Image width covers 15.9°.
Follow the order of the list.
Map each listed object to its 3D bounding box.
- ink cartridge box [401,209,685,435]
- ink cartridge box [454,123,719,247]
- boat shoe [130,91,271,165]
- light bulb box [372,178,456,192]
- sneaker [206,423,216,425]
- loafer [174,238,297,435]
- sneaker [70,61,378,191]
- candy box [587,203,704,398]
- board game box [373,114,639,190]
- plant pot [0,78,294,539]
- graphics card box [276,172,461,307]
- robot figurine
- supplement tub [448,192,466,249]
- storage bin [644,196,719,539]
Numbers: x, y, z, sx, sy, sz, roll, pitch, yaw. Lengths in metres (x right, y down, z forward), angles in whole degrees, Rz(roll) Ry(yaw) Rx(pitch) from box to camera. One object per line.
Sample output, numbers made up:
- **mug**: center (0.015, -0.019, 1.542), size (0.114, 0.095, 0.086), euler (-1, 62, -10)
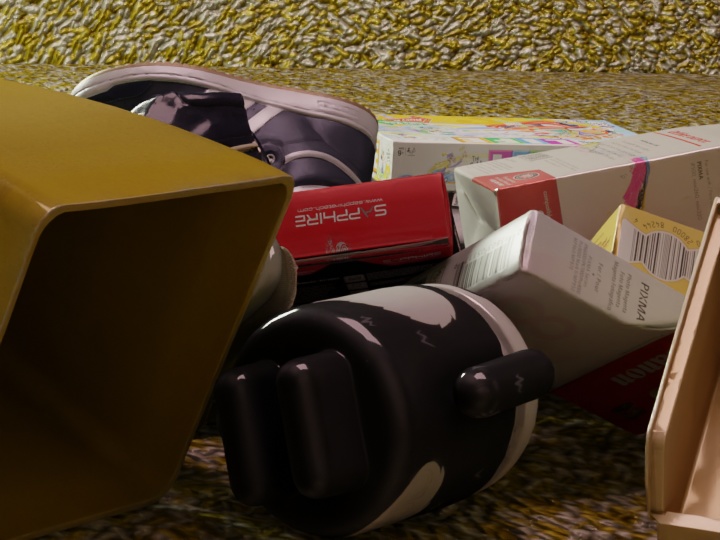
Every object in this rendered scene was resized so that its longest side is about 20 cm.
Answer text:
- **ink cartridge box**: center (0.127, 0.050, 1.491), size (0.200, 0.057, 0.162), euler (32, -34, -20)
- **ink cartridge box**: center (0.171, -0.045, 1.630), size (0.200, 0.068, 0.116), euler (-11, 11, -9)
- **boat shoe**: center (-0.146, -0.050, 1.538), size (0.200, 0.093, 0.075), euler (-9, -20, -24)
- **light bulb box**: center (0.101, -0.019, 1.909), size (0.200, 0.125, 0.198), euler (5, 10, 12)
- **sneaker**: center (-0.101, 0.065, 1.552), size (0.200, 0.076, 0.079), euler (9, -3, -24)
- **loafer**: center (-0.086, 0.041, 1.423), size (0.070, 0.075, 0.200), euler (15, -37, -30)
- **sneaker**: center (-0.088, -0.064, 1.623), size (0.200, 0.109, 0.070), euler (7, -34, -7)
- **candy box**: center (0.221, 0.038, 1.535), size (0.200, 0.057, 0.117), euler (17, -31, -9)
- **board game box**: center (0.100, -0.082, 1.814), size (0.200, 0.034, 0.134), euler (1, 12, -15)
- **plant pot**: center (-0.186, 0.004, 1.297), size (0.176, 0.200, 0.200), euler (34, 24, 26)
- **graphics card box**: center (0.000, 0.000, 1.558), size (0.125, 0.051, 0.200), euler (-8, -18, 5)
- **robot figurine**: center (0.009, 0.070, 1.360), size (0.150, 0.125, 0.200), euler (35, 25, 28)
- **supplement tub**: center (0.106, 0.012, 1.741), size (0.200, 0.123, 0.123), euler (5, 10, 5)
- **storage bin**: center (0.262, 0.071, 1.328), size (0.200, 0.094, 0.199), euler (8, 44, 16)
